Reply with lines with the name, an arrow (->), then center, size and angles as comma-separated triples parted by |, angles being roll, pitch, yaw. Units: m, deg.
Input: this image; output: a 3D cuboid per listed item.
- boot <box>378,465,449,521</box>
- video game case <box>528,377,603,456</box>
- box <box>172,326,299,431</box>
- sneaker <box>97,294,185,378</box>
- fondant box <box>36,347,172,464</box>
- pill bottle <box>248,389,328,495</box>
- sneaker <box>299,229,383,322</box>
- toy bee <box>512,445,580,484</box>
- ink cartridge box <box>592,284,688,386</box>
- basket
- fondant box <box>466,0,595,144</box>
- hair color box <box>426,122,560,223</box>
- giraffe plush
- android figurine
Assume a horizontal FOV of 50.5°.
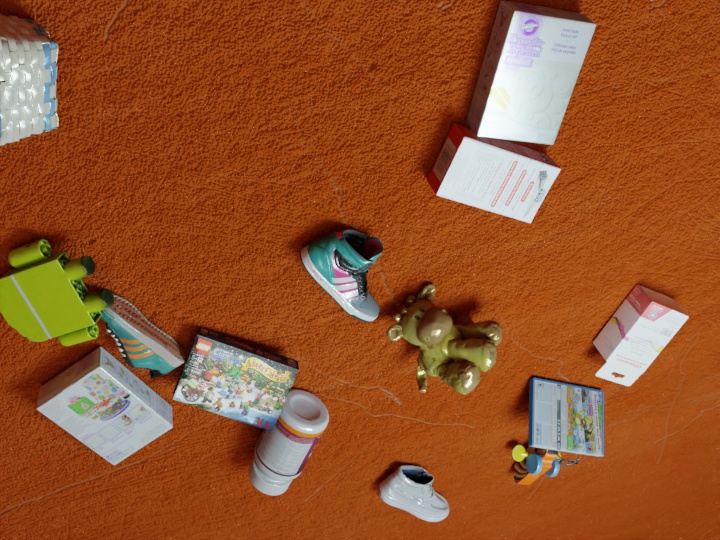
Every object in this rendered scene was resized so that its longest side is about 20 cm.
boot -> 0.143, 0.504, 1.730 | 0.198, 0.074, 0.096 | 24, 123, -27
video game case -> 0.450, 0.320, 1.660 | 0.197, 0.146, 0.018 | 13, 161, -23
box -> -0.228, 0.201, 1.398 | 0.197, 0.038, 0.138 | 21, 106, -15
sneaker -> -0.393, 0.122, 1.313 | 0.079, 0.072, 0.200 | -36, 127, 6
fondant box -> -0.459, 0.250, 1.385 | 0.143, 0.059, 0.201 | -32, 127, 8
pill bottle -> -0.147, 0.344, 1.515 | 0.108, 0.110, 0.202 | 14, 120, -24
sneaker -> 0.000, 0.000, 1.335 | 0.120, 0.084, 0.200 | -32, 126, 20
toy bee -> 0.422, 0.415, 1.744 | 0.198, 0.111, 0.130 | -27, 140, 36
ink cartridge box -> 0.573, 0.140, 1.598 | 0.115, 0.068, 0.202 | 18, 116, -26
basket -> -0.495, -0.242, 0.972 | 0.198, 0.139, 0.179 | -17, 135, -43
fondant box -> 0.265, -0.308, 1.202 | 0.141, 0.059, 0.203 | 2, 123, -17
hair color box -> 0.224, -0.163, 1.290 | 0.197, 0.064, 0.112 | 14, 119, -22
giraffe plush -> 0.144, 0.119, 1.432 | 0.198, 0.174, 0.163 | -14, 125, 40
android figurine -> -0.497, 0.043, 1.221 | 0.197, 0.041, 0.184 | -17, 114, 17
